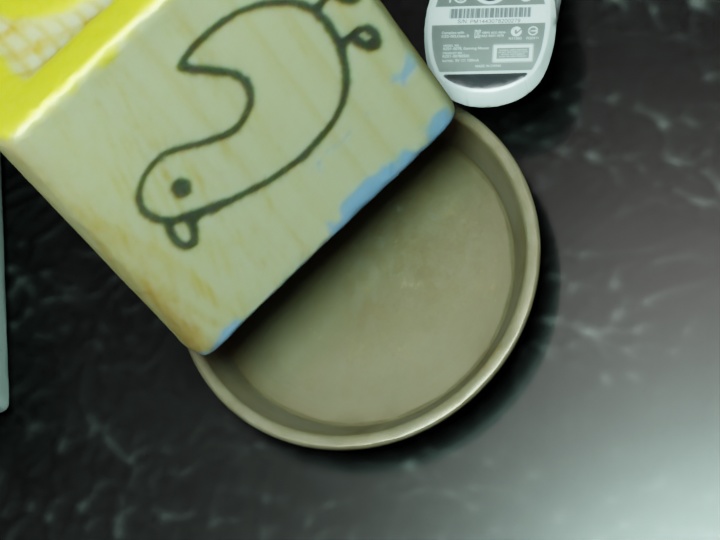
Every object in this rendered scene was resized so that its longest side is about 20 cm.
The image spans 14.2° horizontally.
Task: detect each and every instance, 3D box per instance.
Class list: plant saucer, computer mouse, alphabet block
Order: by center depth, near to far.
[{"bbox_3d":[-0.104,-0.117,1.465,0.195,0.200,0.196,-45,47,-3],"label":"alphabet block"},{"bbox_3d":[0.000,0.000,1.516,0.199,0.029,0.201,-6,70,16],"label":"plant saucer"},{"bbox_3d":[0.073,-0.171,1.545,0.109,0.044,0.201,1,67,12],"label":"computer mouse"}]

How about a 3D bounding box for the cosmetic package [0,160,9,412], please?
[{"bbox_3d":[-0.295,-0.027,1.539,0.165,0.167,0.201,-10,69,15],"label":"cosmetic package"}]
